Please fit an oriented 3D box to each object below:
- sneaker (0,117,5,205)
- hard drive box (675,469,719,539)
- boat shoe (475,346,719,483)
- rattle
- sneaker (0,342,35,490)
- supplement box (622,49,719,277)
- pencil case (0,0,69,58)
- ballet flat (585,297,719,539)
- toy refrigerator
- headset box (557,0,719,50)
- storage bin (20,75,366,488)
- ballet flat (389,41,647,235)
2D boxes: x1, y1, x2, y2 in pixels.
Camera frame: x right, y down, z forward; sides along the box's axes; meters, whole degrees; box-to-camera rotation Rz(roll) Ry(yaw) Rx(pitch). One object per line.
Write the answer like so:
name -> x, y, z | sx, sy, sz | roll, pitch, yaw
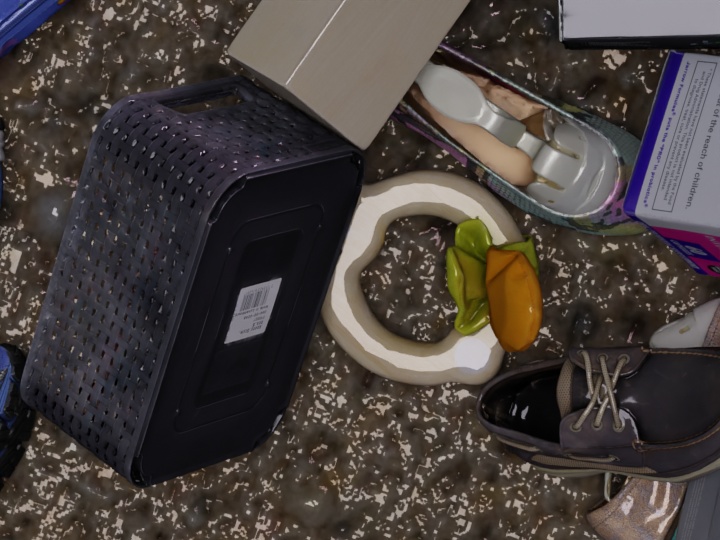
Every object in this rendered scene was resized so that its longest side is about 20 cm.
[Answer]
sneaker -> -0.304, -0.044, 1.715 | 0.199, 0.076, 0.077 | -8, 88, 7
hard drive box -> 0.288, 0.126, 1.637 | 0.199, 0.077, 0.157 | 11, 95, -18
boat shoe -> 0.139, 0.079, 1.627 | 0.073, 0.200, 0.075 | 16, 70, -35
rattle -> 0.000, 0.000, 1.663 | 0.199, 0.143, 0.131 | 25, 114, -3
sneaker -> -0.260, 0.126, 1.725 | 0.078, 0.075, 0.200 | 33, 94, 6
supplement box -> 0.260, -0.047, 1.595 | 0.199, 0.101, 0.104 | 8, 74, 37
pencil case -> -0.201, -0.173, 1.696 | 0.200, 0.078, 0.087 | -36, 60, 7
ballet flat -> 0.186, 0.072, 1.683 | 0.067, 0.068, 0.201 | 26, 94, 10
toy refrigerator -> 0.019, -0.176, 1.631 | 0.076, 0.070, 0.200 | 36, 87, -42
headset box -> 0.193, -0.168, 1.599 | 0.173, 0.200, 0.093 | -1, 93, 6
storage bin -> -0.093, 0.005, 1.633 | 0.094, 0.135, 0.201 | 34, 119, 28
ballet flat -> 0.087, -0.077, 1.679 | 0.199, 0.071, 0.069 | 30, 94, 3
